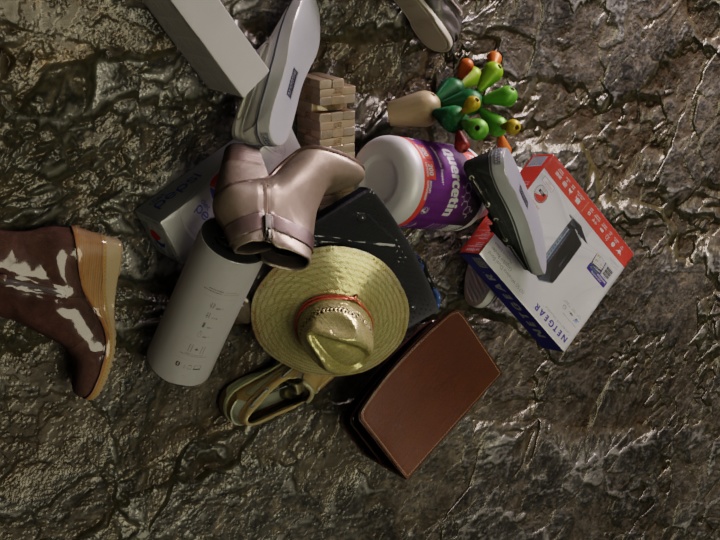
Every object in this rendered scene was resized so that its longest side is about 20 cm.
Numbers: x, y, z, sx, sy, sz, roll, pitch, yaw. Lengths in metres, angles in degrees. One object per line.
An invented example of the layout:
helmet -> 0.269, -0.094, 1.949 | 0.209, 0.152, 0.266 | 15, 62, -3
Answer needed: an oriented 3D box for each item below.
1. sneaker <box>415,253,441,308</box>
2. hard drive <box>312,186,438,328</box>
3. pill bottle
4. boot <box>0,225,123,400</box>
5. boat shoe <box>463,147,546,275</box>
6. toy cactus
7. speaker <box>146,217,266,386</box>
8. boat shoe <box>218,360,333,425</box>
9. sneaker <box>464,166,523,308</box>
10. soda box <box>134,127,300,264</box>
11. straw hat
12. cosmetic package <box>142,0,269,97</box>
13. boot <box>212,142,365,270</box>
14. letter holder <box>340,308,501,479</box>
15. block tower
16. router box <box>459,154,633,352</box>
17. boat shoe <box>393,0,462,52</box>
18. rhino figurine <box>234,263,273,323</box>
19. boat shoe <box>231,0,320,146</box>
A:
sneaker -> 0.046, -0.015, 1.775 | 0.075, 0.078, 0.200 | -52, 128, -13
hard drive -> 0.000, 0.000, 1.664 | 0.134, 0.042, 0.200 | -30, 123, 1
pill bottle -> 0.087, -0.108, 1.743 | 0.199, 0.112, 0.113 | 1, 104, -49
boot -> -0.355, 0.046, 1.516 | 0.166, 0.072, 0.201 | 2, 104, -25
boat shoe -> 0.186, -0.073, 1.737 | 0.069, 0.056, 0.200 | -76, 148, -46
toy cactus -> 0.118, -0.205, 1.742 | 0.164, 0.201, 0.103 | -7, 130, 7
speaker -> -0.177, 0.037, 1.568 | 0.081, 0.081, 0.200 | -2, 134, -36
boat shoe -> -0.078, 0.143, 1.733 | 0.200, 0.076, 0.072 | -33, 121, -25
sneaker -> 0.210, -0.037, 1.891 | 0.079, 0.078, 0.201 | 19, 91, -33
soda box -> -0.159, -0.095, 1.603 | 0.200, 0.068, 0.064 | -38, 123, -21
straw hat -> -0.028, 0.075, 1.624 | 0.200, 0.085, 0.202 | -4, 125, -6
cosmetic package -> -0.187, -0.284, 1.514 | 0.051, 0.082, 0.200 | -49, 127, -17
boot -> -0.074, -0.068, 1.539 | 0.199, 0.147, 0.070 | 5, 145, -25
letter holder -> 0.065, 0.148, 1.829 | 0.200, 0.100, 0.142 | -46, 124, -16
block tower -> -0.043, -0.138, 1.684 | 0.054, 0.058, 0.201 | -11, 112, -33
router box -> 0.253, -0.023, 1.845 | 0.200, 0.049, 0.180 | 46, 70, -25
boat shoe -> 0.068, -0.358, 1.698 | 0.200, 0.067, 0.057 | 53, 56, -40
rhino figurine -> -0.117, -0.023, 1.658 | 0.087, 0.060, 0.200 | 36, 85, -40
boat shoe -> -0.100, -0.235, 1.602 | 0.072, 0.065, 0.201 | 44, 55, -60
